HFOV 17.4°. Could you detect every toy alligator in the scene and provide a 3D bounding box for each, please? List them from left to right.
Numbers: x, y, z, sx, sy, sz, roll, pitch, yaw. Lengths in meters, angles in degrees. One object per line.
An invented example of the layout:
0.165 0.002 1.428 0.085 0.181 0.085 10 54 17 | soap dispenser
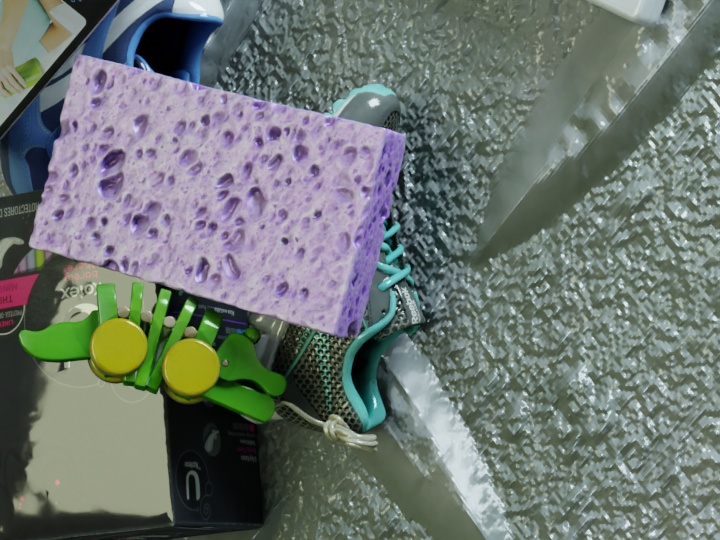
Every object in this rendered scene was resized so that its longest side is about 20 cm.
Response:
-0.080 0.045 1.255 0.059 0.200 0.054 130 156 -81 | toy alligator

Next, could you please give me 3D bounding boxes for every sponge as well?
-0.078 -0.041 1.261 0.200 0.030 0.112 15 91 27 | sponge

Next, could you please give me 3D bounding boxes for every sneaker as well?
-0.150 -0.108 1.418 0.082 0.074 0.200 48 118 31 | sneaker
0.000 0.000 1.286 0.091 0.078 0.200 21 104 25 | sneaker

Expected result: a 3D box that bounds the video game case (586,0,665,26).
0.109 -0.246 1.227 0.200 0.023 0.182 32 107 39 | video game case

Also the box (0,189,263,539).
-0.138 0.054 1.354 0.122 0.106 0.201 -10 80 26 | box

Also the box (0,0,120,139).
-0.195 -0.138 1.341 0.200 0.060 0.117 -46 14 19 | box
